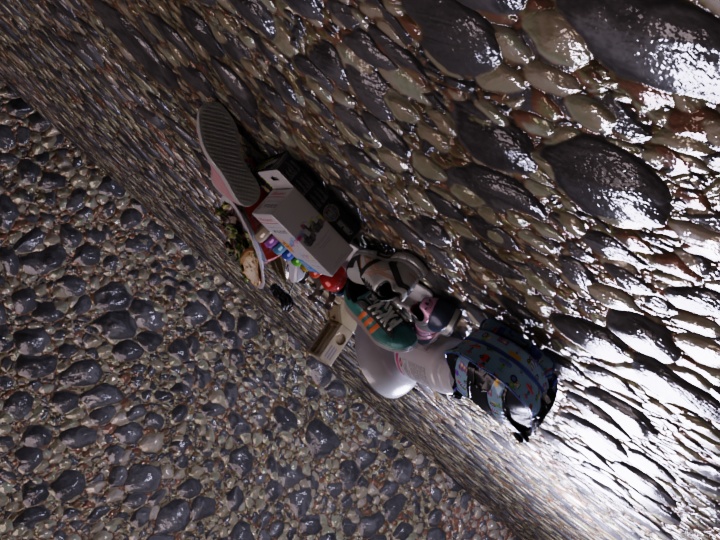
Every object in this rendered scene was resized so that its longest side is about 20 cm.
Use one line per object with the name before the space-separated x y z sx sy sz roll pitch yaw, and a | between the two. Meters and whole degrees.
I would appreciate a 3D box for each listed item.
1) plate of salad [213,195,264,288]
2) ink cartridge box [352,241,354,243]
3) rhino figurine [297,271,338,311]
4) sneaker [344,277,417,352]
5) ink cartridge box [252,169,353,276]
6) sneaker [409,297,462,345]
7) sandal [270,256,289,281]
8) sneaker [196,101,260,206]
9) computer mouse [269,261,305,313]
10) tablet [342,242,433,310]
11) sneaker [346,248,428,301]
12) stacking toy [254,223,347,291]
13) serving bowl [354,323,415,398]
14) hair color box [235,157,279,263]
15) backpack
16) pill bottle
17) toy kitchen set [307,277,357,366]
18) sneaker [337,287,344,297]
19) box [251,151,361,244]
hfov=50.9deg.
plate of salad | -0.246 -0.052 1.518 0.201 0.048 0.201 53 158 33
ink cartridge box | 0.000 0.000 1.564 0.094 0.037 0.200 19 153 55
rhino figurine | -0.092 -0.005 1.590 0.059 0.088 0.200 15 -158 -33
sneaker | 0.032 0.081 1.458 0.199 0.071 0.081 36 149 38
ink cartridge box | -0.117 -0.084 1.348 0.200 0.068 0.115 46 165 -21
sneaker | 0.124 0.088 1.425 0.081 0.071 0.200 30 159 -5
sandal | -0.166 -0.058 1.632 0.080 0.054 0.201 44 153 34
sneaker | -0.261 -0.215 1.412 0.104 0.075 0.202 20 137 58
computer mouse | -0.139 -0.016 1.571 0.043 0.202 0.110 15 -161 -23
tablet | 0.044 0.018 1.464 0.199 0.014 0.130 32 157 7
sneaker | 0.030 0.011 1.357 0.074 0.080 0.199 45 156 -26
stacking toy | -0.105 -0.034 1.459 0.199 0.086 0.085 40 167 -14
serving bowl | 0.075 0.177 1.680 0.065 0.201 0.200 -24 123 33
hair color box | -0.218 -0.115 1.542 0.202 0.063 0.111 66 158 -2
backpack | 0.231 0.165 1.241 0.182 0.135 0.200 32 165 30
pill bottle | 0.163 0.188 1.551 0.113 0.114 0.199 46 166 -25
toy kitchen set | -0.086 0.102 1.811 0.200 0.181 0.163 41 166 -26
sneaker | -0.022 0.042 1.681 0.071 0.073 0.200 26 162 40
box | -0.106 -0.129 1.414 0.200 0.044 0.160 45 166 -19
